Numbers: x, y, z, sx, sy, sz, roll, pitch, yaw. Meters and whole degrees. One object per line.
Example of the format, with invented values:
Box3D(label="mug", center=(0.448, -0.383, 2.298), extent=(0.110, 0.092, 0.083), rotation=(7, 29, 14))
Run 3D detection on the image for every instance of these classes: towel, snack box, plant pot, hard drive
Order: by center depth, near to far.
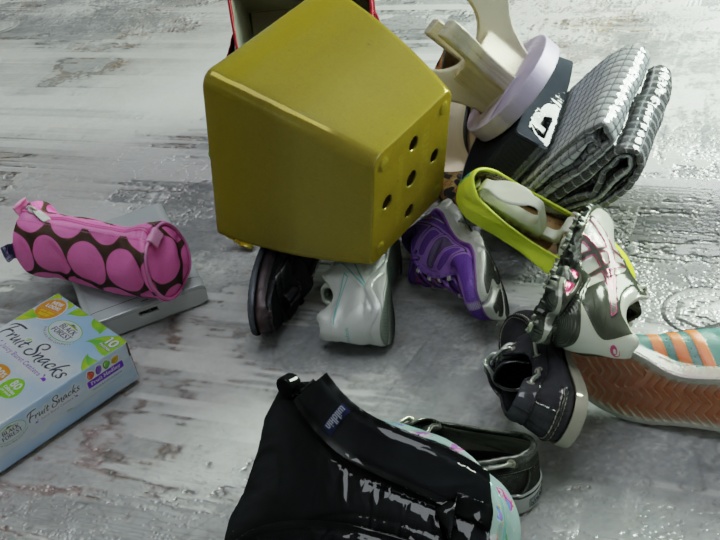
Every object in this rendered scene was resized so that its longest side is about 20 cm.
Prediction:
Box3D(label="snack box", center=(-0.337, 0.114, 1.047), extent=(0.199, 0.054, 0.141), rotation=(-34, 42, -31))
Box3D(label="plant pot", center=(-0.020, -0.125, 1.066), extent=(0.175, 0.202, 0.200), rotation=(28, 51, 24))
Box3D(label="towel", center=(0.232, -0.120, 1.126), extent=(0.085, 0.200, 0.167), rotation=(37, 48, -8))
Box3D(label="hard drive", center=(0.168, -0.153, 1.171), extent=(0.042, 0.135, 0.201), rotation=(36, 39, -9))
Box3D(label="hard drive", center=(-0.261, -0.003, 1.217), extent=(0.130, 0.027, 0.200), rotation=(-21, 35, -13))

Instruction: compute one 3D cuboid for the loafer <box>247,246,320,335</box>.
Box3D(label="loafer", center=(-0.072, -0.005, 1.133), extent=(0.062, 0.073, 0.201), rotation=(1, 33, 9))

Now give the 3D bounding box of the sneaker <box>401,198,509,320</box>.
Box3D(label="sneaker", center=(0.092, 0.002, 1.090), extent=(0.082, 0.081, 0.200), rotation=(-27, 26, -1))

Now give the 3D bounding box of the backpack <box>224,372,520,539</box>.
Box3D(label="backpack", center=(0.017, 0.176, 0.777), extent=(0.197, 0.126, 0.170), rotation=(9, 77, 27))

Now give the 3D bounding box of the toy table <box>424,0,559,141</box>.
Box3D(label="toy table", center=(0.125, -0.223, 1.151), extent=(0.185, 0.116, 0.200), rotation=(-54, 10, -3))

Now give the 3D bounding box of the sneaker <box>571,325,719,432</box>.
Box3D(label="sneaker", center=(0.271, 0.085, 0.915), extent=(0.197, 0.073, 0.080), rotation=(12, 32, 25))

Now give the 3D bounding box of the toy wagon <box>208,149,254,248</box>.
Box3D(label="toy wagon", center=(-0.098, -0.121, 1.248), extent=(0.153, 0.202, 0.040), rotation=(27, 0, 4))

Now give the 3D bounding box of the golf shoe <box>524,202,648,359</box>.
Box3D(label="golf shoe", center=(0.203, 0.014, 0.931), extent=(0.087, 0.078, 0.201), rotation=(22, 36, 8))

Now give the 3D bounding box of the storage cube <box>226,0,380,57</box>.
Box3D(label="storage cube", center=(-0.061, -0.271, 1.359), extent=(0.196, 0.174, 0.180), rotation=(-8, -1, 4))

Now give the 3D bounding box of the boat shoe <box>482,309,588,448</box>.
Box3D(label="boat shoe", center=(0.138, 0.078, 0.914), extent=(0.062, 0.074, 0.200), rotation=(18, 18, -10))

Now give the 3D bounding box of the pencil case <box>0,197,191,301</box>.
Box3D(label="pencil case", center=(-0.279, -0.025, 1.148), extent=(0.197, 0.095, 0.091), rotation=(8, 38, 24))

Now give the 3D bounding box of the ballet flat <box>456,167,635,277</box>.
Box3D(label="ballet flat", center=(0.182, -0.040, 1.050), extent=(0.198, 0.067, 0.067), rotation=(31, 65, 10))

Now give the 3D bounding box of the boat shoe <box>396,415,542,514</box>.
Box3D(label="boat shoe", center=(0.049, 0.149, 0.880), extent=(0.196, 0.065, 0.071), rotation=(1, 35, 16))

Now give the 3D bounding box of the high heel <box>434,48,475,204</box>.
Box3D(label="high heel", center=(0.108, -0.166, 1.244), extent=(0.070, 0.144, 0.201), rotation=(-6, 34, 7))

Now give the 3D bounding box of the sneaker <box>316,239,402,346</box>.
Box3D(label="sneaker", center=(0.000, 0.000, 1.104), extent=(0.079, 0.071, 0.202), rotation=(-5, 35, 13))
